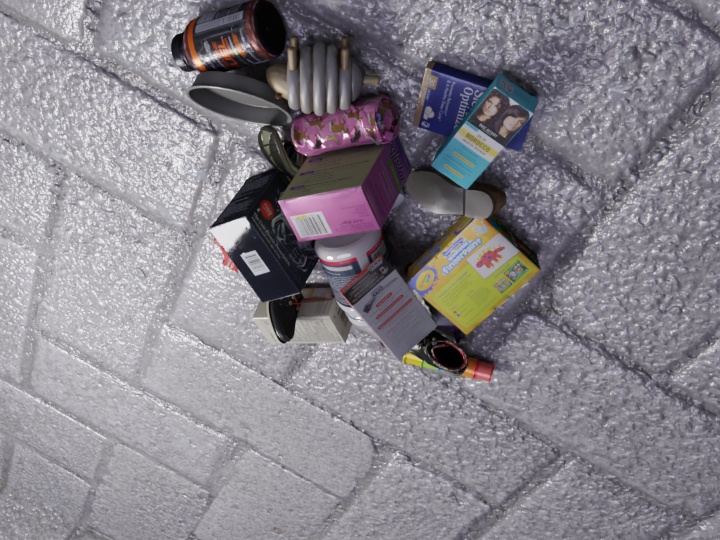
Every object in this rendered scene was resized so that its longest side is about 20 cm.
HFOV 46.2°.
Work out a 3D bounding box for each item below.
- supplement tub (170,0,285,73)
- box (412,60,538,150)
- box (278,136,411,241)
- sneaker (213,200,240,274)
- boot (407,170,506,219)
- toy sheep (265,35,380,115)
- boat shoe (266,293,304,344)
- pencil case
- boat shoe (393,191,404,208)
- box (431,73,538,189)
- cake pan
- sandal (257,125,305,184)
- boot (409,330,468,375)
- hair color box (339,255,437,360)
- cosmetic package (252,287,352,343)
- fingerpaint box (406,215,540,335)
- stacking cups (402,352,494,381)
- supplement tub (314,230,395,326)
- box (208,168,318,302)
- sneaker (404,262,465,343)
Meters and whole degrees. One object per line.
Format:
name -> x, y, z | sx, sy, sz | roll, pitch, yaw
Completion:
supplement tub -> -0.240, -0.409, 1.505 | 0.200, 0.107, 0.107 | -7, 125, 29
box -> 0.198, -0.279, 1.473 | 0.200, 0.032, 0.121 | 18, 134, 7
box -> -0.025, -0.158, 1.560 | 0.176, 0.200, 0.097 | -8, 126, 29
sneaker -> -0.282, -0.072, 1.841 | 0.085, 0.077, 0.200 | 18, 134, 16
boot -> 0.179, -0.144, 1.577 | 0.200, 0.075, 0.074 | 21, 119, 34
toy sheep -> -0.066, -0.337, 1.476 | 0.199, 0.138, 0.138 | 3, 131, 1
boat shoe -> -0.159, 0.059, 1.823 | 0.063, 0.202, 0.074 | -13, 153, 26
pencil case -> -0.030, -0.263, 1.550 | 0.200, 0.087, 0.083 | -5, 123, 31
boat shoe -> -0.012, -0.137, 1.666 | 0.200, 0.057, 0.069 | -17, 154, 16
box -> 0.210, -0.235, 1.449 | 0.082, 0.049, 0.200 | 33, 133, -7
cake pan -> -0.219, -0.316, 1.551 | 0.200, 0.037, 0.200 | 13, 174, 1
sandal -> -0.136, -0.217, 1.663 | 0.080, 0.057, 0.201 | 29, 163, 43
boot -> 0.140, 0.153, 1.784 | 0.203, 0.074, 0.154 | 31, 175, 7
hair color box -> 0.058, 0.076, 1.670 | 0.064, 0.111, 0.200 | 46, 176, 47
cosmetic package -> -0.127, 0.103, 1.905 | 0.199, 0.087, 0.103 | -2, 139, 25
fingerpaint box -> 0.217, -0.003, 1.636 | 0.167, 0.073, 0.200 | 40, 113, -12
stacking cups -> 0.196, 0.203, 1.873 | 0.199, 0.061, 0.061 | 13, 133, 12
supplement tub -> 0.000, 0.000, 1.728 | 0.140, 0.140, 0.200 | -3, 127, 26
box -> -0.179, -0.074, 1.716 | 0.104, 0.182, 0.200 | -15, 122, 32
sneaker -> 0.156, 0.070, 1.747 | 0.200, 0.074, 0.088 | 38, 101, -10
